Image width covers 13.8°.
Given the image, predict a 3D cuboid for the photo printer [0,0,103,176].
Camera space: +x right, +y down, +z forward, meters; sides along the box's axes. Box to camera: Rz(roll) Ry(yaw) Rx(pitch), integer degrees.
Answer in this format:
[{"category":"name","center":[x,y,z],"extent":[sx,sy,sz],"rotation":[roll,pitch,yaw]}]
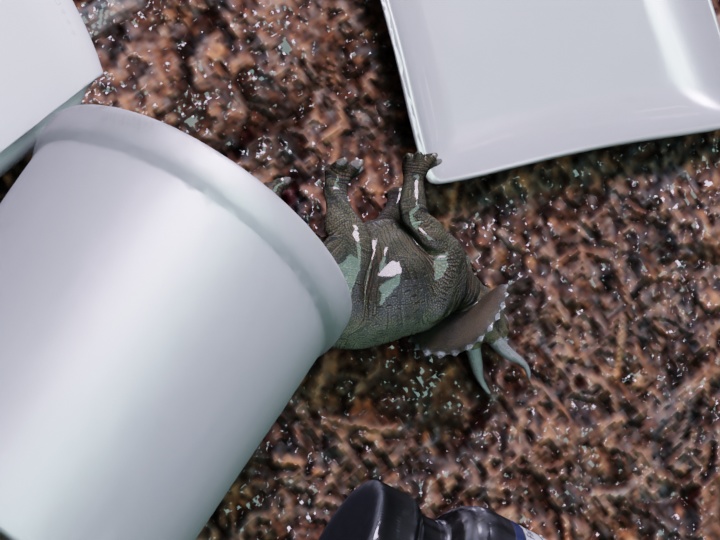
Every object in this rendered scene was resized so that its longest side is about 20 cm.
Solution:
[{"category":"photo printer","center":[-0.231,-0.102,1.410],"extent":[0.200,0.069,0.167],"rotation":[-40,94,-27]}]

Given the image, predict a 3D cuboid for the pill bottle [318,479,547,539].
[{"category":"pill bottle","center":[0.072,0.184,1.445],"extent":[0.200,0.112,0.112],"rotation":[28,67,-14]}]

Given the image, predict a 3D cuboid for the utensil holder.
[{"category":"utensil holder","center":[-0.126,0.054,1.364],"extent":[0.170,0.170,0.200],"rotation":[38,68,-10]}]

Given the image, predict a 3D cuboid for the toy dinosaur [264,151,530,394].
[{"category":"toy dinosaur","center":[0.000,0.000,1.482],"extent":[0.199,0.077,0.103],"rotation":[2,69,-26]}]

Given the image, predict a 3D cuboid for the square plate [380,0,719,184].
[{"category":"square plate","center":[0.093,-0.154,1.590],"extent":[0.199,0.028,0.199],"rotation":[-12,81,-26]}]
